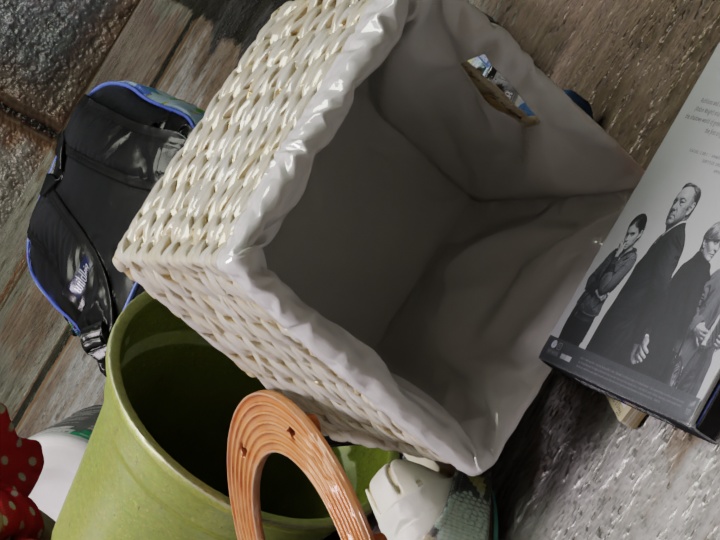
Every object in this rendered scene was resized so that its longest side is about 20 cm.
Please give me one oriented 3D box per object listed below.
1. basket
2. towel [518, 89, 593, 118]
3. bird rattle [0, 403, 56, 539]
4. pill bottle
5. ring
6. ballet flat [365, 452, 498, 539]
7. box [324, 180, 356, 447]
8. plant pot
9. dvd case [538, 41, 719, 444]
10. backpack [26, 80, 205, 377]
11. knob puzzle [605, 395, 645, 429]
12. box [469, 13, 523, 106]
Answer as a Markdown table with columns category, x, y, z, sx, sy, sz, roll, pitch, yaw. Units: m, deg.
| category | x | y | z | sx | sy | sz | roll | pitch | yaw |
| --- | --- | --- | --- | --- | --- | --- | --- | --- | --- |
| basket | 0.010 | -0.028 | 1.466 | 0.161 | 0.198 | 0.200 | 5 | 58 | 58 |
| towel | 0.085 | -0.017 | 1.678 | 0.112 | 0.048 | 0.200 | -41 | 23 | 47 |
| bird rattle | -0.212 | 0.190 | 1.799 | 0.112 | 0.200 | 0.163 | -32 | 13 | 16 |
| pill bottle | -0.195 | 0.160 | 2.020 | 0.113 | 0.113 | 0.200 | -56 | -6 | 12 |
| ring | -0.023 | 0.161 | 1.518 | 0.200 | 0.019 | 0.201 | 48 | 147 | 46 |
| ballet flat | 0.042 | 0.112 | 1.528 | 0.069 | 0.071 | 0.200 | -41 | 24 | 37 |
| box | 0.000 | 0.000 | 1.666 | 0.200 | 0.044 | 0.161 | -63 | -35 | -72 |
| plant pot | -0.105 | 0.140 | 1.734 | 0.184 | 0.200 | 0.201 | -55 | 15 | 36 |
| dvd case | 0.180 | -0.022 | 1.368 | 0.200 | 0.025 | 0.150 | -59 | 28 | -3 |
| backpack | -0.137 | -0.027 | 1.905 | 0.200 | 0.147 | 0.184 | 35 | 100 | 54 |
| knob puzzle | 0.174 | -0.033 | 1.459 | 0.220 | 0.030 | 0.220 | -53 | 16 | 23 |
| box | 0.061 | -0.112 | 1.946 | 0.137 | 0.040 | 0.200 | -58 | 16 | 10 |
